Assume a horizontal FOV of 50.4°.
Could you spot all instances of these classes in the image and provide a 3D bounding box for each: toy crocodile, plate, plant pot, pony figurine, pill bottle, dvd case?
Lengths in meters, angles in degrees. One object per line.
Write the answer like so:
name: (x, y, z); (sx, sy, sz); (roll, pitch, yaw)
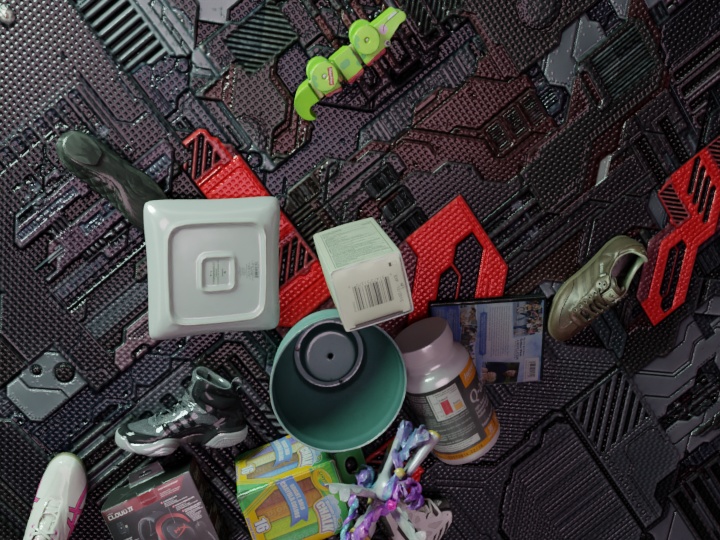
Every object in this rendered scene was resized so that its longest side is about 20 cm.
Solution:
toy crocodile: (-0.016, -0.289, 1.057); (0.199, 0.068, 0.062); (-40, 113, 4)
plate: (-0.207, 0.000, 1.100); (0.194, 0.032, 0.206); (-4, 106, -21)
plant pot: (-0.040, 0.145, 1.134); (0.194, 0.134, 0.206); (-2, 105, -9)
pony figurine: (0.040, 0.315, 1.091); (0.164, 0.194, 0.202); (31, 69, 7)
pill bottle: (0.128, 0.182, 1.166); (0.114, 0.117, 0.204); (-27, 109, -2)
dvd case: (0.203, 0.114, 1.230); (0.194, 0.018, 0.147); (-3, 105, -8)

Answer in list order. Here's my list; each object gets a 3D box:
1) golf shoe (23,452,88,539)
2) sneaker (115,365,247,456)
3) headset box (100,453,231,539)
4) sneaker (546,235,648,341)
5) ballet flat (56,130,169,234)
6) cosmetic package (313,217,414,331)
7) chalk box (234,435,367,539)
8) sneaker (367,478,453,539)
golf shoe: (-0.458, 0.375, 1.144); (0.071, 0.092, 0.205); (16, 100, -12)
sneaker: (-0.266, 0.205, 1.144); (0.194, 0.075, 0.117); (-2, 105, -16)
headset box: (-0.294, 0.394, 1.177); (0.145, 0.075, 0.205); (-23, 100, -4)
sneaker: (0.372, 0.032, 1.208); (0.070, 0.076, 0.202); (34, 96, -17)
ballet flat: (-0.333, -0.119, 1.063); (0.200, 0.056, 0.067); (45, 72, -23)
cosmetic package: (0.000, 0.000, 1.068); (0.101, 0.200, 0.089); (-16, 109, -3)
chalk box: (-0.082, 0.331, 1.182); (0.195, 0.124, 0.127); (-20, 108, -4)
sneaker: (0.084, 0.384, 1.253); (0.114, 0.076, 0.203); (-33, 126, -11)
